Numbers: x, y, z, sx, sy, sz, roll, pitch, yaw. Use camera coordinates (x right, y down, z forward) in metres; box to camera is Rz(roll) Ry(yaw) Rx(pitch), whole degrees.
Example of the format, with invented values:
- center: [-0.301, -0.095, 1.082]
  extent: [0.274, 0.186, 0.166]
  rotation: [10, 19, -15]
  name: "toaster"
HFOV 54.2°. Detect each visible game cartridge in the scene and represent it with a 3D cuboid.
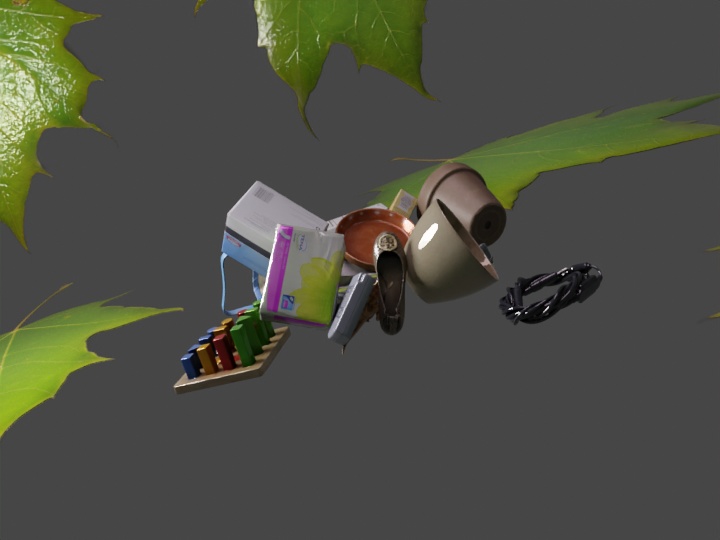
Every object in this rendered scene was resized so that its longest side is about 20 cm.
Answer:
- center: [-0.020, 0.074, 1.332]
  extent: [0.041, 0.136, 0.200]
  rotation: [21, -4, -4]
  name: "game cartridge"

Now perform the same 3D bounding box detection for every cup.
- center: [0.159, -0.019, 1.397]
  extent: [0.142, 0.201, 0.201]
  rotation: [-38, 10, 15]
  name: "cup"

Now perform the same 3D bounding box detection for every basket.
- center: [-0.237, 0.017, 1.689]
  extent: [0.196, 0.179, 0.140]
  rotation: [-9, 39, -20]
  name: "basket"

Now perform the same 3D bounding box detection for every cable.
- center: [0.318, 0.037, 1.231]
  extent: [0.198, 0.052, 0.161]
  rotation: [-30, 19, -35]
  name: "cable"

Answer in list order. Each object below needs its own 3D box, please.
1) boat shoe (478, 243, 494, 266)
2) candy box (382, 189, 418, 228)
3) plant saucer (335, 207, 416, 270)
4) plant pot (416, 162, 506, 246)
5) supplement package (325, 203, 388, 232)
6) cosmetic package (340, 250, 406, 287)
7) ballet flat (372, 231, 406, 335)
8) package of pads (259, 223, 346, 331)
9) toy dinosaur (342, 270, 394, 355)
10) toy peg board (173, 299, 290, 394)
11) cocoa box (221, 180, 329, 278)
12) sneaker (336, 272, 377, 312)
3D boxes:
- center: [0.210, -0.029, 1.561]
  extent: [0.072, 0.063, 0.198]
  rotation: [-29, 19, -37]
  name: "boat shoe"
- center: [0.068, -0.088, 1.716]
  extent: [0.202, 0.055, 0.116]
  rotation: [-62, 3, -37]
  name: "candy box"
- center: [0.039, -0.067, 1.583]
  extent: [0.195, 0.033, 0.203]
  rotation: [4, 43, -4]
  name: "plant saucer"
- center: [0.260, -0.138, 1.707]
  extent: [0.197, 0.204, 0.174]
  rotation: [-23, 35, -19]
  name: "plant pot"
- center: [-0.009, -0.093, 1.936]
  extent: [0.196, 0.119, 0.117]
  rotation: [-20, 15, -5]
  name: "supplement package"
- center: [0.000, 0.000, 1.567]
  extent: [0.195, 0.051, 0.084]
  rotation: [-3, 44, -8]
  name: "cosmetic package"
- center: [0.056, 0.021, 1.334]
  extent: [0.066, 0.205, 0.046]
  rotation: [-1, -15, 3]
  name: "ballet flat"
- center: [-0.114, 0.013, 1.437]
  extent: [0.151, 0.205, 0.068]
  rotation: [9, -20, -3]
  name: "package of pads"
- center: [0.012, 0.080, 1.389]
  extent: [0.060, 0.106, 0.203]
  rotation: [24, 79, 28]
  name: "toy dinosaur"
- center: [-0.272, 0.147, 1.450]
  extent: [0.195, 0.100, 0.200]
  rotation: [-14, 15, 16]
  name: "toy peg board"
- center: [-0.193, -0.073, 1.581]
  extent: [0.134, 0.197, 0.132]
  rotation: [-57, -5, -40]
  name: "cocoa box"
- center: [-0.012, 0.068, 1.506]
  extent: [0.196, 0.075, 0.082]
  rotation: [-19, 32, 5]
  name: "sneaker"
